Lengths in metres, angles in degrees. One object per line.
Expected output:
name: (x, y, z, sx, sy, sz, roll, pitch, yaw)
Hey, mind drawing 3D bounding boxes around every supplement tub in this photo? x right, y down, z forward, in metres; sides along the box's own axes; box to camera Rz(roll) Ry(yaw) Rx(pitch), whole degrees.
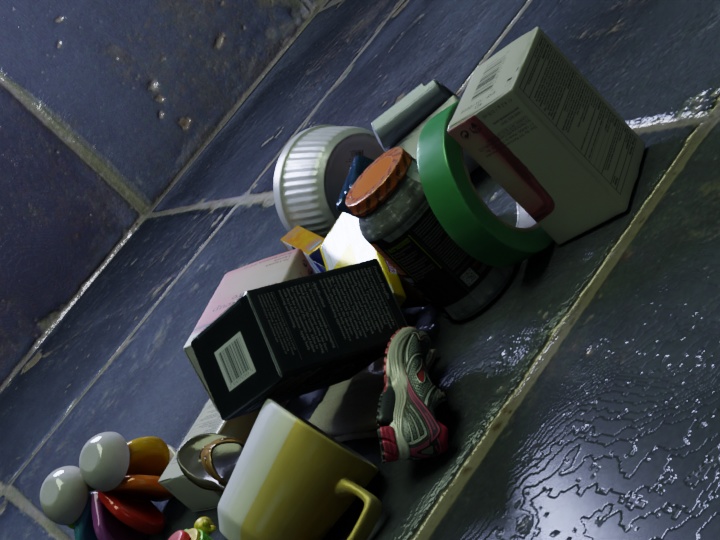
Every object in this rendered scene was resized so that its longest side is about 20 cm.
supplement tub: (0.083, -0.046, 1.560, 0.122, 0.200, 0.123, -40, 20, 17)

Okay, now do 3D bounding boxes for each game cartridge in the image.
game cartridge: (0.101, -0.207, 1.921, 0.133, 0.042, 0.200, -40, -25, 15)

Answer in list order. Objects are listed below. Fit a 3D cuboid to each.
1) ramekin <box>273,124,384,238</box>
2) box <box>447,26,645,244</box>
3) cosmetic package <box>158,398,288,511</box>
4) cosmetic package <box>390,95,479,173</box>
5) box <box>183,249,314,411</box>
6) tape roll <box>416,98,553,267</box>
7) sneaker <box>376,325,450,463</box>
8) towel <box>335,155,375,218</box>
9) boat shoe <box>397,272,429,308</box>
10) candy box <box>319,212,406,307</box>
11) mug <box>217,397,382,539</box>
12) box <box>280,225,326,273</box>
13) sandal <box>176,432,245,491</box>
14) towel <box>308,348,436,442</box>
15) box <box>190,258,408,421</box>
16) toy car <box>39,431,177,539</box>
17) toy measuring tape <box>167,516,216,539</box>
ramekin: (-0.025, -0.127, 1.993, 0.105, 0.200, 0.201, -2, 47, 53)
box: (0.214, -0.152, 1.483, 0.109, 0.200, 0.128, -29, 25, 43)
cosmetic package: (-0.183, 0.228, 1.795, 0.105, 0.071, 0.201, -20, 32, 50)
cosmetic package: (0.100, -0.157, 1.886, 0.200, 0.072, 0.101, -39, -23, 22)
box: (-0.133, 0.078, 1.733, 0.127, 0.110, 0.200, -18, 24, 21)
tape roll: (0.153, -0.105, 1.523, 0.048, 0.200, 0.201, -29, 25, 40)
sneaker: (0.063, 0.139, 1.431, 0.074, 0.081, 0.201, -2, 36, 7)
towel: (0.073, -0.086, 1.678, 0.112, 0.198, 0.049, -76, 7, -55)
boat shoe: (0.099, -0.014, 1.701, 0.074, 0.075, 0.203, 9, 42, 26)
candy box: (0.000, 0.000, 1.660, 0.102, 0.026, 0.201, -52, 36, 28)
mug: (-0.077, 0.245, 1.422, 0.154, 0.149, 0.186, -57, 13, -6)
box: (-0.046, 0.002, 1.878, 0.041, 0.119, 0.200, -40, 18, -9)
sandal: (-0.167, 0.248, 1.640, 0.082, 0.055, 0.199, -39, 36, -19)
towel: (0.006, 0.152, 1.591, 0.199, 0.034, 0.133, -21, 31, 54)
box: (-0.069, 0.079, 1.514, 0.199, 0.108, 0.148, -14, -16, -40)
toy car: (-0.341, 0.332, 1.849, 0.200, 0.175, 0.151, -39, 56, 21)
toy measuring tape: (-0.221, 0.380, 1.574, 0.073, 0.074, 0.201, -29, 26, 43)
